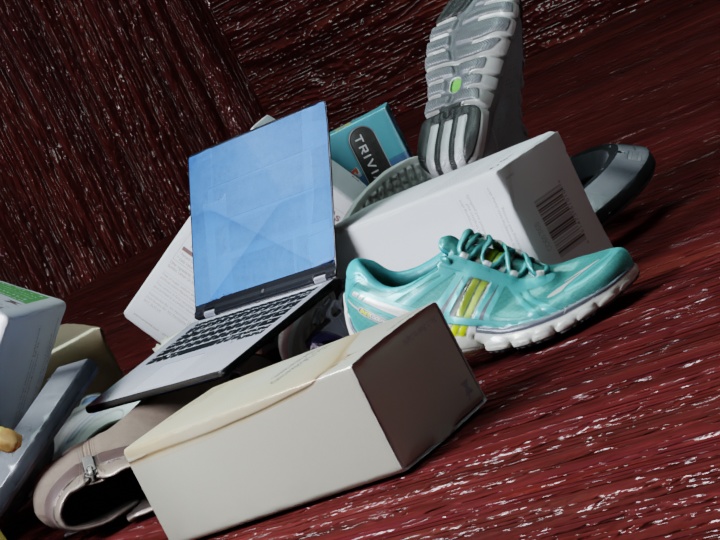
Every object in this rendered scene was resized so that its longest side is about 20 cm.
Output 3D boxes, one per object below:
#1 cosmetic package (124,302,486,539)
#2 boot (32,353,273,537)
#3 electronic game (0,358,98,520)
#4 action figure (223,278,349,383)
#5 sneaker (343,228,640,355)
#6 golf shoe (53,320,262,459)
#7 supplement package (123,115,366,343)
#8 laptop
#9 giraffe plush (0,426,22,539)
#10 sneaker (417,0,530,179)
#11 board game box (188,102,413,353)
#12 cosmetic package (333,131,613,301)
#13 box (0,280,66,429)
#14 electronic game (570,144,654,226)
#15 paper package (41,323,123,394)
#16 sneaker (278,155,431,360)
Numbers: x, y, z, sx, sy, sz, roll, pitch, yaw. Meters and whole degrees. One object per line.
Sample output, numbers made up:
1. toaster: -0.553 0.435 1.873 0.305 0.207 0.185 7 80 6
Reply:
1. cosmetic package: -0.035 0.095 1.421 0.200 0.073 0.103 -23 7 38
2. boot: -0.140 0.128 1.665 0.200 0.070 0.146 -29 13 -4
3. electronic game: -0.254 0.150 1.724 0.200 0.042 0.200 -55 4 6
4. action figure: -0.040 0.079 1.600 0.130 0.070 0.200 -9 21 43
5. sneaker: 0.081 0.011 1.520 0.199 0.080 0.078 -11 11 17
6. golf shoe: -0.158 0.114 1.871 0.200 0.078 0.097 -34 24 -6
7. supplement package: -0.097 -0.018 2.023 0.200 0.117 0.117 -54 1 10
8. laptop: -0.112 -0.007 1.692 0.200 0.116 0.187 -39 13 -36
9. giraffe plush: -0.283 0.184 1.430 0.172 0.201 0.162 2 -26 -11
10. sneaker: 0.104 -0.125 1.803 0.075 0.115 0.201 -10 50 35
11. board game box: -0.032 -0.038 2.099 0.200 0.151 0.047 -27 7 7
12. cosmetic package: 0.071 -0.011 1.654 0.200 0.113 0.081 -17 12 46
13. box: -0.370 0.092 1.857 0.198 0.201 0.171 18 7 7
14. electronic game: 0.139 -0.035 1.796 0.200 0.042 0.200 -34 10 7
15. paper package: -0.313 0.135 2.108 0.200 0.104 0.191 -28 6 -15
16. sneaker: 0.000 0.000 1.810 0.201 0.075 0.105 -57 7 -12
